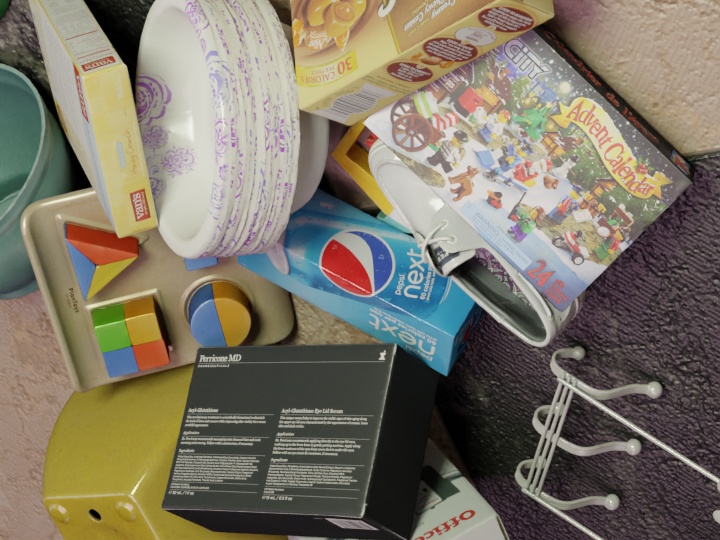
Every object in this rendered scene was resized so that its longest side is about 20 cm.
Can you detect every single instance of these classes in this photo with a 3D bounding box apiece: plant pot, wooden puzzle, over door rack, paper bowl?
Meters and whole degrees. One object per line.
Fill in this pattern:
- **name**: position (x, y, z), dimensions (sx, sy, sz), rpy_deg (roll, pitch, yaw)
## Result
- **plant pot**: position (-0.323, -0.057, 1.571), dimensions (0.199, 0.202, 0.134), rpy_deg (6, 153, 29)
- **wooden puzzle**: position (-0.162, 0.008, 1.516), dimensions (0.198, 0.046, 0.187), rpy_deg (-16, 122, -6)
- **over door rack**: position (0.218, 0.168, 1.445), dimensions (0.200, 0.066, 0.149), rpy_deg (42, 140, 29)
- **plant pot**: position (-0.165, 0.185, 1.630), dimensions (0.194, 0.200, 0.195), rpy_deg (-8, 119, 36)
- **paper bowl**: position (-0.093, -0.112, 1.379), dimensions (0.200, 0.103, 0.203), rpy_deg (22, 115, 62)

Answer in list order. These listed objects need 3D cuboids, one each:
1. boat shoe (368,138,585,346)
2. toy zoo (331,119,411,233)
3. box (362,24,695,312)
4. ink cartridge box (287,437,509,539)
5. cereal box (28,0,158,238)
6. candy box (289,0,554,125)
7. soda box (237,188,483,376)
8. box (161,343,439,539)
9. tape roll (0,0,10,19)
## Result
- **boat shoe**: position (0.078, -0.021, 1.371), dimensions (0.200, 0.069, 0.072), rpy_deg (45, 136, -6)
- **toy zoo**: position (0.060, -0.092, 1.391), dimensions (0.131, 0.020, 0.200), rpy_deg (39, 136, 0)
- **box**: position (0.119, -0.088, 1.304), dimensions (0.200, 0.038, 0.137), rpy_deg (43, 113, -2)
- **ink cartridge box**: position (0.029, 0.222, 1.503), dimensions (0.084, 0.146, 0.200), rpy_deg (67, 169, -25)
- **cereal box**: position (-0.212, -0.135, 1.441), dimensions (0.200, 0.039, 0.145), rpy_deg (-126, 23, -51)
- **candy box**: position (0.037, -0.192, 1.257), dimensions (0.199, 0.055, 0.117), rpy_deg (-24, 64, 40)
- **soda box**: position (0.000, 0.000, 1.462), dimensions (0.199, 0.064, 0.068), rpy_deg (27, 152, 12)
- **box**: position (-0.048, 0.137, 1.471), dimensions (0.199, 0.142, 0.079), rpy_deg (-2, 158, 34)
- **tape roll**: position (-0.382, -0.271, 1.525), dimensions (0.199, 0.048, 0.202), rpy_deg (18, 131, 21)
